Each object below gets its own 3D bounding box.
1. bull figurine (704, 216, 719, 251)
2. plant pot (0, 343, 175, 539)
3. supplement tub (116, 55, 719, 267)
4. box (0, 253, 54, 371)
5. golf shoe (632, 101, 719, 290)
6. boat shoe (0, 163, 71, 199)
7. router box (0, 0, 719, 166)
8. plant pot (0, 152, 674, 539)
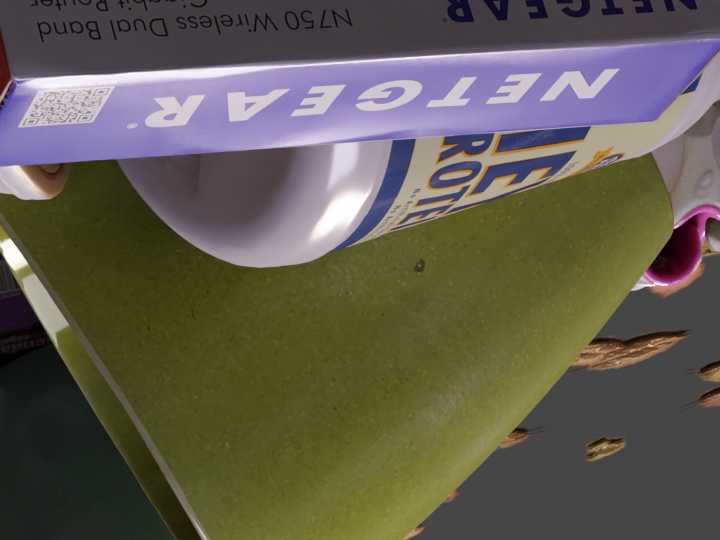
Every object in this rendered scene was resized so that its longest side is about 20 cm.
[{"bbox_3d":[0.207,-0.057,1.156,0.121,0.200,0.065,-9,126,23],"label":"bull figurine"},{"bbox_3d":[-0.100,0.104,1.235,0.200,0.135,0.200,-13,158,-5],"label":"plant pot"},{"bbox_3d":[0.027,-0.092,0.904,0.200,0.145,0.145,-18,163,-34],"label":"supplement tub"},{"bbox_3d":[-0.071,0.019,1.286,0.200,0.039,0.137,-12,159,-10],"label":"box"},{"bbox_3d":[0.097,-0.022,1.230,0.075,0.092,0.200,-10,160,-18],"label":"golf shoe"},{"bbox_3d":[-0.155,-0.090,0.859,0.069,0.071,0.200,-19,130,22],"label":"boat shoe"},{"bbox_3d":[-0.021,-0.122,0.775,0.200,0.180,0.049,-6,157,-25],"label":"router box"},{"bbox_3d":[0.000,0.000,1.026,0.200,0.187,0.187,-32,160,-8],"label":"plant pot"}]
